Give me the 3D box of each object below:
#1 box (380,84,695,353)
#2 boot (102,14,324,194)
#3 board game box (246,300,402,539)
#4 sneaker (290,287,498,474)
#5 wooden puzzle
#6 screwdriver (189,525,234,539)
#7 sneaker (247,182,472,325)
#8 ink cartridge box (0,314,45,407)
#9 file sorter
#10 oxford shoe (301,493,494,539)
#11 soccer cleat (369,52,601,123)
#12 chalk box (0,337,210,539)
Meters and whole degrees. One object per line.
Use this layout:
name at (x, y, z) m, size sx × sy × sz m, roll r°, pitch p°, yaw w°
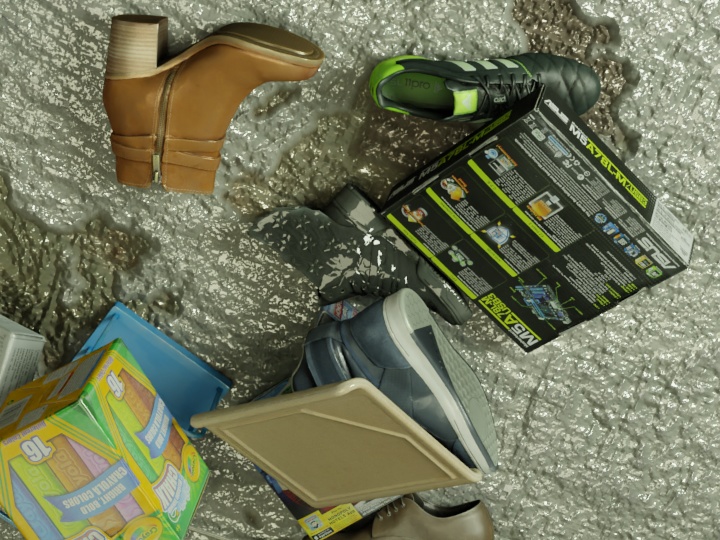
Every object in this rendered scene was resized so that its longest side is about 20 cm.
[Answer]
box at (0.152, -0.038, 1.189) m, size 0.200 × 0.048 × 0.193 m, roll 42°, pitch 134°, yaw -16°
boot at (-0.129, -0.140, 1.204) m, size 0.200 × 0.074 × 0.155 m, roll 9°, pitch 111°, yaw 15°
board game box at (-0.016, 0.129, 1.304) m, size 0.200 × 0.062 × 0.200 m, roll -31°, pitch 105°, yaw 16°
sneaker at (0.027, 0.119, 1.227) m, size 0.146 × 0.077 × 0.202 m, roll -24°, pitch 115°, yaw 22°
wooden puzzle at (-0.019, 0.149, 1.195) m, size 0.185 × 0.037 × 0.200 m, roll -16°, pitch 141°, yaw 35°
screwdriver at (-0.125, 0.273, 1.390) m, size 0.200 × 0.028 × 0.029 m, roll 24°, pitch 81°, yaw -3°
sneaker at (0.000, 0.001, 1.247) m, size 0.104 × 0.060 × 0.200 m, roll -44°, pitch 95°, yaw 6°
ink cartridge box at (-0.395, 0.128, 1.297) m, size 0.174 × 0.044 × 0.200 m, roll 21°, pitch 95°, yaw 37°
file sorter at (-0.243, 0.163, 1.305) m, size 0.139 × 0.123 × 0.200 m, roll 36°, pitch 110°, yaw -10°
oxford shoe at (0.033, 0.257, 1.354) m, size 0.200 × 0.073 × 0.084 m, roll -7°, pitch 94°, yaw 6°
soccer cleat at (0.106, -0.150, 1.171) m, size 0.200 × 0.081 × 0.068 m, roll 2°, pitch 112°, yaw 4°
chalk box at (-0.217, 0.186, 1.180) m, size 0.124 × 0.124 × 0.200 m, roll -28°, pitch 108°, yaw 15°
